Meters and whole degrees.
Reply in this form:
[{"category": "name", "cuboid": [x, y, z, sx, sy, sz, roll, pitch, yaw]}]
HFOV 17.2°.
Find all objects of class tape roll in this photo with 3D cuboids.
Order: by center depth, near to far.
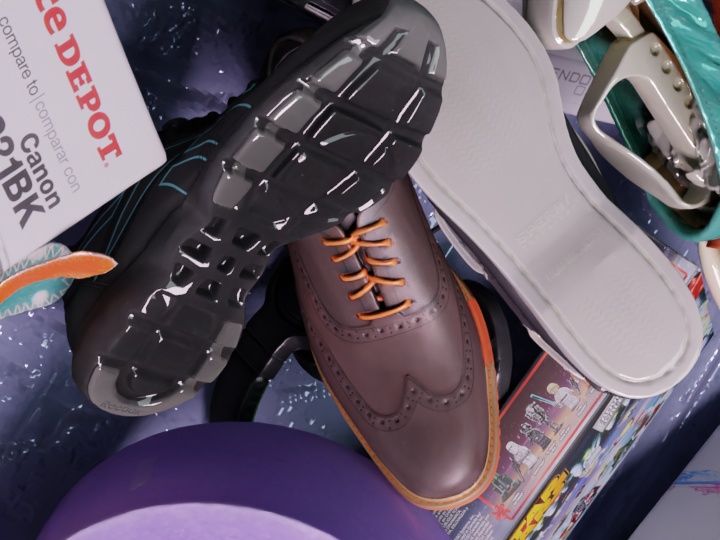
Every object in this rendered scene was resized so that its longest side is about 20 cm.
[{"category": "tape roll", "cuboid": [-0.051, 0.168, 0.962, 0.199, 0.085, 0.200, 2, 109, 6]}]

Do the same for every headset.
[{"category": "headset", "cuboid": [0.023, 0.031, 1.024, 0.123, 0.094, 0.200, 28, 101, -43]}]

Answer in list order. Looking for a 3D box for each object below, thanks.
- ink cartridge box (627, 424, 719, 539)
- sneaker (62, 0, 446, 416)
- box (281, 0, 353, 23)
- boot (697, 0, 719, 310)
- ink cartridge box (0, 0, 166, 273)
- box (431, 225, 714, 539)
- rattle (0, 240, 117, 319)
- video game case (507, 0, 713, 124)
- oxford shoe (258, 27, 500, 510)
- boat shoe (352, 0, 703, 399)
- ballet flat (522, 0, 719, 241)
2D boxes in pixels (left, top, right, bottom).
[{"category": "ink cartridge box", "cuboid": [0.201, 0.167, 1.201, 0.200, 0.085, 0.145, -46, 135, -36]}, {"category": "sneaker", "cuboid": [-0.050, -0.037, 0.892, 0.075, 0.079, 0.200, 24, 119, -43]}, {"category": "box", "cuboid": [-0.001, -0.202, 0.926, 0.161, 0.049, 0.200, 22, 96, -40]}, {"category": "boot", "cuboid": [0.182, -0.059, 1.037, 0.107, 0.075, 0.200, -38, 120, -36]}, {"category": "ink cartridge box", "cuboid": [-0.184, -0.054, 0.826, 0.200, 0.084, 0.144, -36, 129, -21]}, {"category": "box", "cuboid": [0.088, 0.084, 1.096, 0.200, 0.040, 0.137, -54, 163, -4]}, {"category": "rattle", "cuboid": [-0.201, 0.044, 0.863, 0.143, 0.130, 0.200, 32, 101, 2]}, {"category": "video game case", "cuboid": [0.132, -0.155, 1.036, 0.182, 0.024, 0.200, 8, 119, -42]}, {"category": "oxford shoe", "cuboid": [0.000, 0.000, 0.942, 0.071, 0.200, 0.073, -22, 172, 9]}, {"category": "boat shoe", "cuboid": [0.062, -0.035, 0.946, 0.074, 0.060, 0.200, -39, 90, -8]}, {"category": "ballet flat", "cuboid": [0.106, -0.093, 0.953, 0.070, 0.067, 0.200, -45, 112, -29]}]
